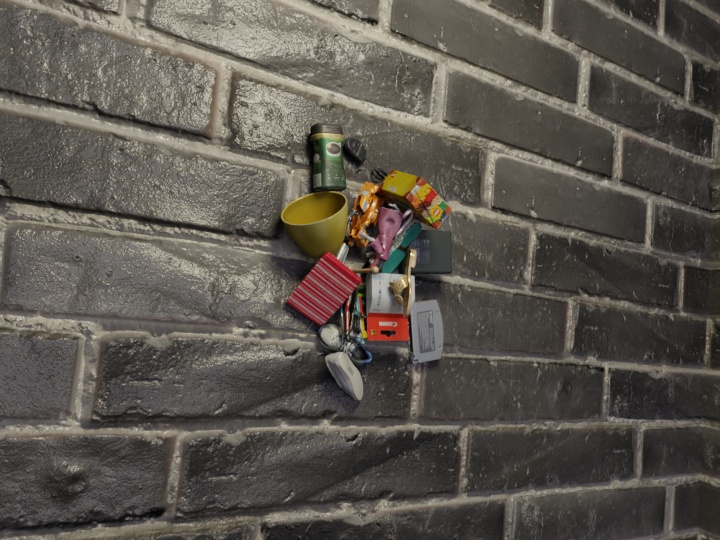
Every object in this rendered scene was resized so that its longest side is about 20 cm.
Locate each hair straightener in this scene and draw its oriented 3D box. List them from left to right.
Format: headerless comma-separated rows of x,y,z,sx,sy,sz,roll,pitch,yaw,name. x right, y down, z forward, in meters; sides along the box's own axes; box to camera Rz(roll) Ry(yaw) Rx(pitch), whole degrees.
-0.014,0.135,1.577,0.075,0.041,0.204,12,55,-24,hair straightener

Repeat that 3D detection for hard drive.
0.214,-0.061,1.712,0.196,0.033,0.143,1,89,-28,hard drive

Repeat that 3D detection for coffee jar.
-0.100,-0.343,1.594,0.102,0.085,0.205,-3,91,-32,coffee jar

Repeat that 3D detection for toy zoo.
-0.006,0.133,1.624,0.129,0.020,0.204,6,63,-27,toy zoo

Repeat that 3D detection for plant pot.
-0.121,-0.122,1.536,0.198,0.199,0.144,-30,126,-25,plant pot

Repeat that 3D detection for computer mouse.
0.017,-0.352,1.692,0.199,0.034,0.059,41,54,-26,computer mouse

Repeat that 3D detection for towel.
-0.107,0.057,1.543,0.144,0.023,0.200,36,107,-20,towel

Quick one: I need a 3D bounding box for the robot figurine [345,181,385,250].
0.011,-0.163,1.630,0.145,0.057,0.204,47,60,-57,robot figurine

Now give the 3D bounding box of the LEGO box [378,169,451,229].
0.163,-0.219,1.595,0.148,0.200,0.078,40,89,-29,LEGO box

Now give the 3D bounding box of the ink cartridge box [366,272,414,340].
0.095,0.113,1.623,0.157,0.047,0.205,5,78,-29,ink cartridge box

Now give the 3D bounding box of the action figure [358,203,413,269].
0.076,-0.089,1.575,0.146,0.134,0.205,10,82,18,action figure

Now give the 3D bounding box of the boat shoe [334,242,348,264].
-0.071,0.017,1.603,0.061,0.073,0.204,22,86,-14,boat shoe

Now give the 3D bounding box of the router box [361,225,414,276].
0.112,-0.028,1.710,0.150,0.062,0.202,41,71,-22,router box

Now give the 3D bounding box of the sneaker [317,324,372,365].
-0.041,0.227,1.609,0.198,0.085,0.078,32,74,-23,sneaker

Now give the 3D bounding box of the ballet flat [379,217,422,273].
0.119,-0.081,1.633,0.071,0.072,0.201,31,105,-22,ballet flat

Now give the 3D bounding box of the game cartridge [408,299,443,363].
0.221,0.205,1.777,0.130,0.041,0.205,-4,91,-24,game cartridge

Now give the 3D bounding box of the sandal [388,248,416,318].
0.121,0.035,1.595,0.068,0.078,0.217,11,76,-6,sandal

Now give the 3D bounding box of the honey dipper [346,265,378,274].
0.000,0.000,1.572,0.037,0.199,0.039,2,87,-27,honey dipper

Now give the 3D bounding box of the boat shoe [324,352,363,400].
-0.051,0.328,1.608,0.202,0.067,0.073,60,35,-40,boat shoe

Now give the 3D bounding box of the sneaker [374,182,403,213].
0.123,-0.224,1.716,0.197,0.073,0.089,21,80,-26,sneaker
